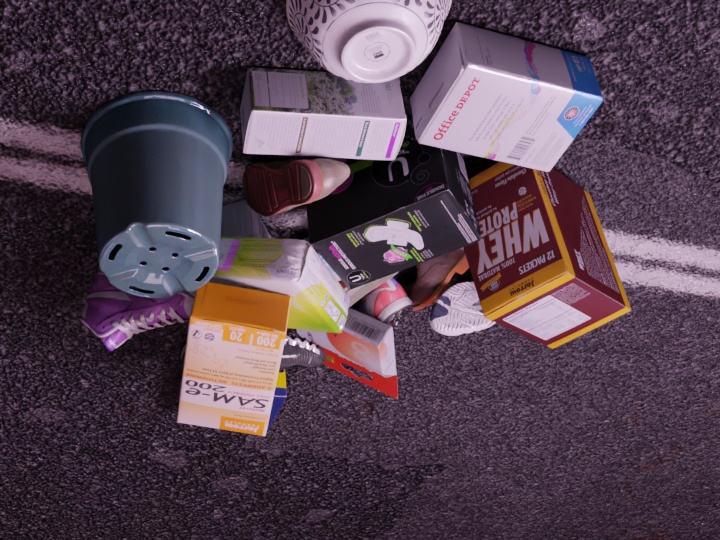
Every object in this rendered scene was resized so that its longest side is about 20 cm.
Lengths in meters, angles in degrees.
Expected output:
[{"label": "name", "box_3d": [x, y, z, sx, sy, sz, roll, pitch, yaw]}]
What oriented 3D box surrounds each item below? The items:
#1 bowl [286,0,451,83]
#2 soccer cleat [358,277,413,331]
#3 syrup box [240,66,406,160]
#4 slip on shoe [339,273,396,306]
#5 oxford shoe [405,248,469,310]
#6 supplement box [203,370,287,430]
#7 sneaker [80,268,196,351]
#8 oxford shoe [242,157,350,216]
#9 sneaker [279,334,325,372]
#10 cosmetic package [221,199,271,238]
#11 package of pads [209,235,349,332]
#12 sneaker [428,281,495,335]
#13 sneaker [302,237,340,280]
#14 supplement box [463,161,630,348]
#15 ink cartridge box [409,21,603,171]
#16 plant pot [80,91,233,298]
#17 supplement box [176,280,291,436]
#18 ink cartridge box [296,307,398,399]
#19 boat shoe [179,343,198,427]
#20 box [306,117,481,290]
[{"label": "bowl", "box_3d": [0.016, -0.282, 1.460, 0.199, 0.095, 0.202, -6, 143, -4]}, {"label": "soccer cleat", "box_3d": [0.024, 0.064, 1.956, 0.068, 0.074, 0.200, -22, 167, -24]}, {"label": "syrup box", "box_3d": [-0.047, -0.196, 1.575, 0.198, 0.079, 0.082, 2, 142, -14]}, {"label": "slip on shoe", "box_3d": [0.000, 0.000, 1.848, 0.199, 0.061, 0.074, -35, 162, 9]}, {"label": "oxford shoe", "box_3d": [0.110, -0.012, 1.875, 0.073, 0.072, 0.200, 34, 133, -8]}, {"label": "supplement box", "box_3d": [-0.181, 0.123, 1.868, 0.108, 0.201, 0.109, 7, 143, -19]}, {"label": "sneaker", "box_3d": [-0.287, 0.065, 1.682, 0.199, 0.115, 0.073, 9, 153, 29]}, {"label": "oxford shoe", "box_3d": [-0.087, -0.112, 1.644, 0.074, 0.071, 0.199, -15, -170, -34]}, {"label": "sneaker", "box_3d": [-0.141, 0.129, 1.769, 0.199, 0.091, 0.066, 14, 171, -32]}, {"label": "cosmetic package", "box_3d": [-0.230, -0.023, 1.775, 0.198, 0.075, 0.102, -16, 142, 9]}, {"label": "package of pads", "box_3d": [-0.130, 0.016, 1.678, 0.198, 0.069, 0.155, 3, 152, 26]}, {"label": "sneaker", "box_3d": [0.166, 0.062, 1.916, 0.199, 0.080, 0.130, -35, 169, -34]}, {"label": "sneaker", "box_3d": [-0.022, -0.039, 1.795, 0.199, 0.074, 0.082, -25, 129, 9]}, {"label": "supplement box", "box_3d": [0.246, -0.027, 1.728, 0.132, 0.199, 0.199, -29, 150, 26]}, {"label": "ink cartridge box", "box_3d": [0.180, -0.217, 1.585, 0.198, 0.085, 0.145, 9, 140, -23]}, {"label": "plant pot", "box_3d": [-0.255, -0.086, 1.584, 0.198, 0.197, 0.201, -5, 142, -4]}, {"label": "supplement box", "box_3d": [-0.167, 0.118, 1.640, 0.125, 0.074, 0.201, 9, 131, -4]}, {"label": "ink cartridge box", "box_3d": [-0.023, 0.130, 1.964, 0.161, 0.050, 0.201, 23, 145, 22]}, {"label": "boat shoe", "box_3d": [-0.262, 0.186, 2.050, 0.071, 0.065, 0.201, 3, 141, -12]}, {"label": "box", "box_3d": [0.039, -0.092, 1.668, 0.198, 0.150, 0.124, -21, 141, 16]}]
